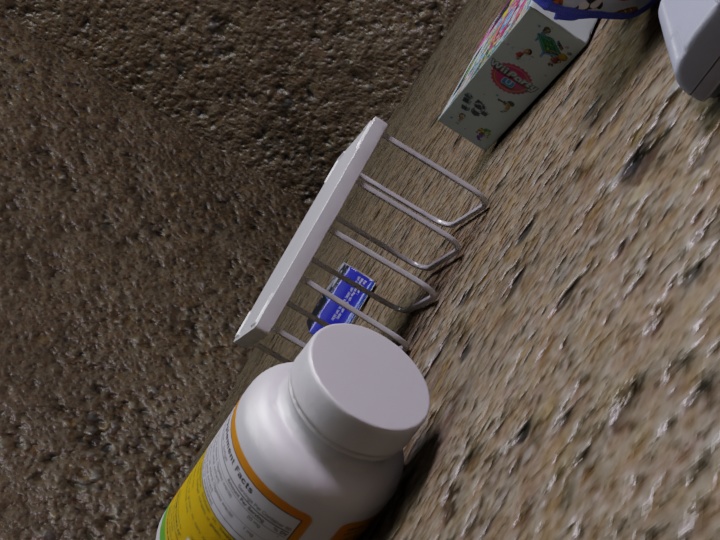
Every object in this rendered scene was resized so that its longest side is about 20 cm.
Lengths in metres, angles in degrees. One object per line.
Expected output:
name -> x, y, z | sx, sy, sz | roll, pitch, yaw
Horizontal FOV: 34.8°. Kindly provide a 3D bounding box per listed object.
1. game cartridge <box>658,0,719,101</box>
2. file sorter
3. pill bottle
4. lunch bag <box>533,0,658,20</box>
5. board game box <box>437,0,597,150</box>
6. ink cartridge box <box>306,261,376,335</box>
game cartridge -> 0.213, -0.183, 0.547 | 0.200, 0.040, 0.133 | -56, 2, 26
file sorter -> 0.000, 0.000, 0.983 | 0.201, 0.124, 0.139 | -60, 7, -14
pill bottle -> -0.041, 0.129, 0.721 | 0.200, 0.111, 0.111 | -55, 6, 33
lunch bag -> 0.190, -0.268, 0.763 | 0.170, 0.124, 0.200 | -53, 0, 40
board game box -> 0.162, -0.223, 1.074 | 0.148, 0.064, 0.200 | -62, 7, -29
ink cartridge box -> -0.028, 0.042, 1.468 | 0.100, 0.039, 0.200 | -58, 6, -1
